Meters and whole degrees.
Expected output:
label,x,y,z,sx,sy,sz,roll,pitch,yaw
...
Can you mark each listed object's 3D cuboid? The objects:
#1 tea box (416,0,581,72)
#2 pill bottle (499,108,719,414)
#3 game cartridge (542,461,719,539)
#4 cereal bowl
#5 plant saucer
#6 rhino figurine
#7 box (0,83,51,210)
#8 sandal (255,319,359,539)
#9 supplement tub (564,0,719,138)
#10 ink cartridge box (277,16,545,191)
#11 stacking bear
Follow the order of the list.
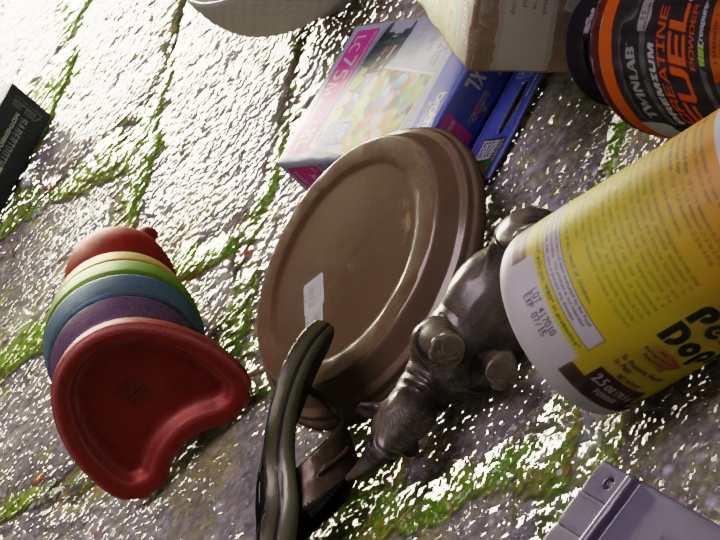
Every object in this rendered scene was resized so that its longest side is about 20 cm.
label,x,y,z,sx,sy,sz,roll,pitch,yaw
tea box,0.111,-0.244,1.687,0.197,0.133,0.200,-120,33,-60
pill bottle,0.176,-0.015,1.435,0.200,0.109,0.109,-33,33,29
game cartridge,0.134,0.174,1.351,0.130,0.038,0.200,-49,28,-7
cereal bowl,-0.035,-0.245,2.041,0.200,0.083,0.200,-35,32,26
plant saucer,0.000,0.000,1.715,0.200,0.029,0.200,-34,42,38
rhino figurine,0.059,0.044,1.581,0.200,0.060,0.087,-50,9,1
box,-0.357,-0.066,2.317,0.200,0.051,0.158,-9,48,49
sandal,-0.031,0.127,1.618,0.080,0.057,0.201,104,172,-66
supplement tub,0.198,-0.123,1.539,0.200,0.107,0.107,5,60,57
ink cartridge box,0.038,-0.110,1.824,0.200,0.042,0.119,1,57,54
stacking bear,-0.153,0.038,1.851,0.121,0.114,0.200,-43,24,13
